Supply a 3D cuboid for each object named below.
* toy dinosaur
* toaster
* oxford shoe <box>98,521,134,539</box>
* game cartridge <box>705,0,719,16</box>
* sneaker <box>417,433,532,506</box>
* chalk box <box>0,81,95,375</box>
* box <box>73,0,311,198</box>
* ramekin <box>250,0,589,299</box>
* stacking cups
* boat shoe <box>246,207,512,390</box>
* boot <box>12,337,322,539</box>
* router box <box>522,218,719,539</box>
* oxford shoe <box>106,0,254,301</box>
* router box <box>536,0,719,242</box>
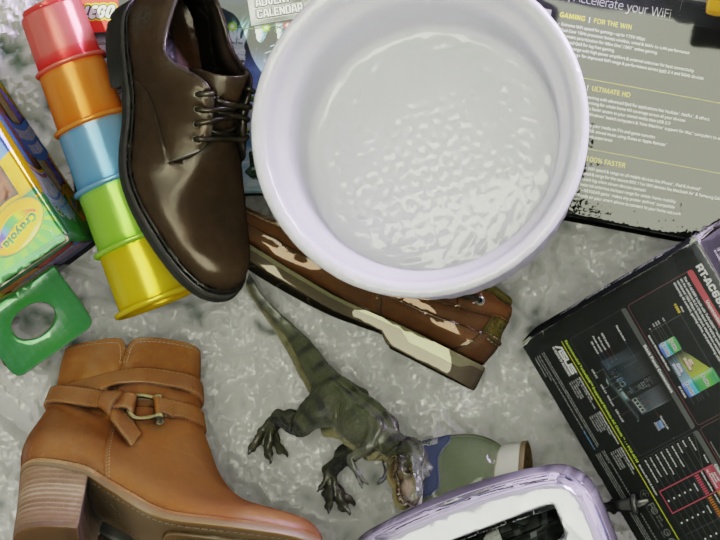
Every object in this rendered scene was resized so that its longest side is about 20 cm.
[{"bbox_3d":[-0.023,0.097,1.704,0.200,0.047,0.088,45,123,32],"label":"toy dinosaur"},{"bbox_3d":[0.082,0.181,1.602,0.199,0.129,0.114,-19,85,3],"label":"toaster"},{"bbox_3d":[-0.078,0.212,1.710,0.199,0.073,0.085,17,95,16],"label":"oxford shoe"},{"bbox_3d":[0.313,-0.199,1.639,0.199,0.177,0.033,10,132,4],"label":"game cartridge"},{"bbox_3d":[0.051,0.200,1.703,0.089,0.067,0.202,9,90,11],"label":"sneaker"},{"bbox_3d":[-0.248,-0.032,1.692,0.125,0.124,0.201,-34,88,4],"label":"chalk box"},{"bbox_3d":[-0.084,-0.115,1.721,0.199,0.040,0.138,-2,89,5],"label":"box"},{"bbox_3d":[0.041,-0.077,1.624,0.199,0.098,0.202,-1,81,9],"label":"ramekin"},{"bbox_3d":[-0.158,-0.073,1.677,0.060,0.061,0.201,-20,89,4],"label":"stacking cups"},{"bbox_3d":[0.000,0.000,1.706,0.199,0.072,0.068,28,87,-5],"label":"boat shoe"},{"bbox_3d":[-0.111,0.117,1.683,0.199,0.077,0.156,2,48,10],"label":"boot"},{"bbox_3d":[0.212,0.087,1.655,0.150,0.062,0.201,-32,88,37],"label":"router box"},{"bbox_3d":[-0.100,-0.082,1.631,0.084,0.072,0.201,-26,74,48],"label":"oxford shoe"},{"bbox_3d":[0.151,-0.103,1.698,0.199,0.051,0.150,11,89,4],"label":"router box"}]
